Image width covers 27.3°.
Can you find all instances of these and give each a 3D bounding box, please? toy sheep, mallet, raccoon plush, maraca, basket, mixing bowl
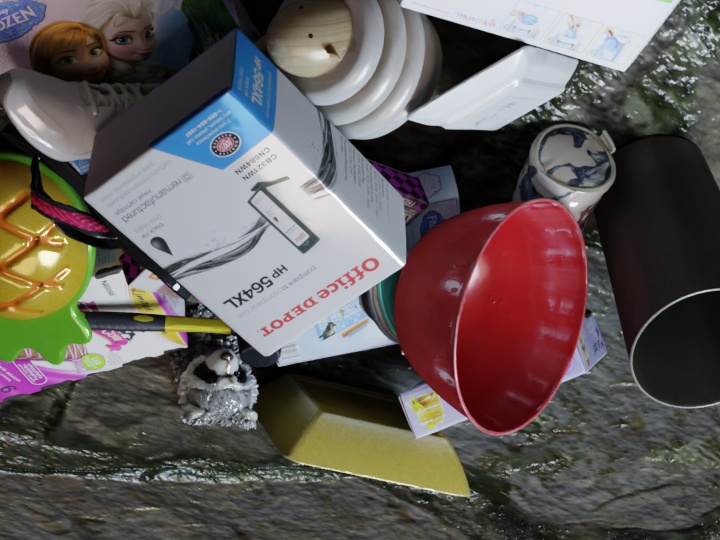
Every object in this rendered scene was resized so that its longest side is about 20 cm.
[{"bbox_3d":[-0.005,-0.161,1.129,0.137,0.139,0.199,-32,163,26],"label":"toy sheep"},{"bbox_3d":[-0.166,0.039,1.323,0.197,0.067,0.041,9,146,-4],"label":"mallet"},{"bbox_3d":[-0.136,0.131,1.451,0.095,0.135,0.201,-10,142,-2],"label":"raccoon plush"},{"bbox_3d":[-0.288,-0.008,1.248,0.135,0.107,0.202,4,120,8],"label":"maraca"},{"bbox_3d":[0.280,-0.009,1.319,0.134,0.202,0.181,-18,142,9],"label":"basket"},{"bbox_3d":[0.098,0.028,1.267,0.107,0.202,0.200,15,158,37],"label":"mixing bowl"}]

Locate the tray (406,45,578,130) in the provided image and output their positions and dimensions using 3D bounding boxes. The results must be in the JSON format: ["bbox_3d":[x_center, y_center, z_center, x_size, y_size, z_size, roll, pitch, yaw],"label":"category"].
[{"bbox_3d":[0.112,-0.137,1.173,0.107,0.022,0.200,-28,175,19],"label":"tray"}]

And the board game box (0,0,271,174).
[{"bbox_3d":[-0.188,-0.174,1.136,0.198,0.042,0.200,-20,141,12],"label":"board game box"}]

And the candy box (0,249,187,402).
[{"bbox_3d":[-0.275,0.040,1.367,0.198,0.062,0.137,-17,141,8],"label":"candy box"}]

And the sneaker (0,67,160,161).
[{"bbox_3d":[-0.186,-0.117,1.126,0.080,0.071,0.199,-38,143,26],"label":"sneaker"}]

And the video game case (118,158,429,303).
[{"bbox_3d":[-0.069,-0.033,1.222,0.181,0.036,0.199,-42,144,27],"label":"video game case"}]

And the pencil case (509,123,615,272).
[{"bbox_3d":[0.171,-0.042,1.353,0.089,0.078,0.201,-27,151,-32],"label":"pencil case"}]

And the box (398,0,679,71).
[{"bbox_3d":[0.126,-0.238,1.071,0.198,0.114,0.102,12,137,-24],"label":"box"}]

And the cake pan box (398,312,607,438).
[{"bbox_3d":[0.146,0.101,1.475,0.182,0.053,0.200,-21,177,14],"label":"cake pan box"}]

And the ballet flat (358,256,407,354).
[{"bbox_3d":[0.038,0.037,1.339,0.072,0.074,0.200,-26,145,19],"label":"ballet flat"}]

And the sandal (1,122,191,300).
[{"bbox_3d":[-0.212,-0.039,1.139,0.045,0.200,0.075,-46,172,-4],"label":"sandal"}]

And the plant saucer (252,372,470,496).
[{"bbox_3d":[0.000,0.158,1.500,0.198,0.200,0.049,14,97,-18],"label":"plant saucer"}]

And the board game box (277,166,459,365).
[{"bbox_3d":[0.000,0.000,1.383,0.197,0.042,0.201,-10,141,1],"label":"board game box"}]

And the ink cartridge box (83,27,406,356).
[{"bbox_3d":[-0.079,-0.051,1.081,0.145,0.085,0.200,-33,123,23],"label":"ink cartridge box"}]
